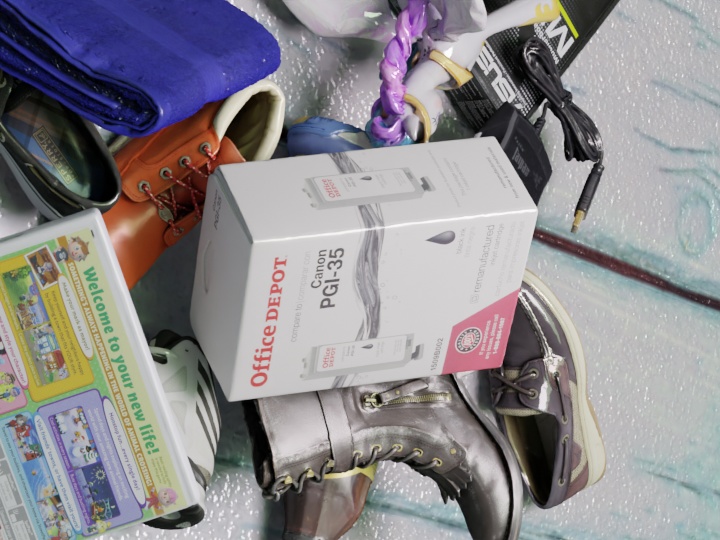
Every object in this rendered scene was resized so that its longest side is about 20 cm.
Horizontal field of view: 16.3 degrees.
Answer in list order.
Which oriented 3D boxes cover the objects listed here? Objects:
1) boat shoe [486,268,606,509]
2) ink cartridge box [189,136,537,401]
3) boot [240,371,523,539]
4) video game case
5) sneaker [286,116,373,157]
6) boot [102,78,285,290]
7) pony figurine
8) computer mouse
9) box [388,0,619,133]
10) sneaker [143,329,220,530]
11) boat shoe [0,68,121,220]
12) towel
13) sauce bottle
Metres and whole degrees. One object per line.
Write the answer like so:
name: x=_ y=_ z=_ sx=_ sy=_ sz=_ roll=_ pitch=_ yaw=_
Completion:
boat shoe: x=0.131 y=0.091 z=1.917 sx=0.065 sy=0.072 sz=0.200 roll=-41 pitch=122 yaw=-40
ink cartridge box: x=0.000 y=0.000 z=1.655 sx=0.200 sy=0.083 sz=0.147 roll=-7 pitch=133 yaw=-20
boot: x=0.007 y=0.123 z=1.727 sx=0.174 sy=0.069 sz=0.200 roll=-17 pitch=82 yaw=-27
video game case: x=-0.216 y=0.081 z=1.556 sx=0.182 sy=0.022 sz=0.200 roll=-18 pitch=106 yaw=-1
sneaker: x=0.008 y=-0.024 z=1.799 sx=0.200 sy=0.075 sz=0.088 roll=47 pitch=60 yaw=-31
boot: x=-0.127 y=-0.054 z=1.653 sx=0.075 sy=0.107 sz=0.200 roll=49 pitch=61 yaw=-33
pony figurine: x=0.048 y=-0.187 z=1.755 sx=0.200 sy=0.167 sz=0.193 roll=-53 pitch=131 yaw=-37
computer mouse: x=0.119 y=-0.061 z=1.867 sx=0.140 sy=0.046 sz=0.200 roll=51 pitch=46 yaw=-38
box: x=0.104 y=-0.235 z=1.907 sx=0.193 sy=0.048 sz=0.200 roll=-52 pitch=122 yaw=-31
sneaker: x=-0.170 y=0.076 z=1.652 sx=0.200 sy=0.076 sz=0.115 roll=40 pitch=47 yaw=-32
boat shoe: x=-0.218 y=-0.114 z=1.581 sx=0.069 sy=0.057 sz=0.200 roll=-45 pitch=108 yaw=-25
towel: x=-0.147 y=-0.143 z=1.585 sx=0.050 sy=0.148 sz=0.200 roll=-60 pitch=169 yaw=25
sauce bottle: x=-0.019 y=0.135 z=1.780 sx=0.066 sy=0.066 sz=0.200 roll=29 pitch=69 yaw=-39
